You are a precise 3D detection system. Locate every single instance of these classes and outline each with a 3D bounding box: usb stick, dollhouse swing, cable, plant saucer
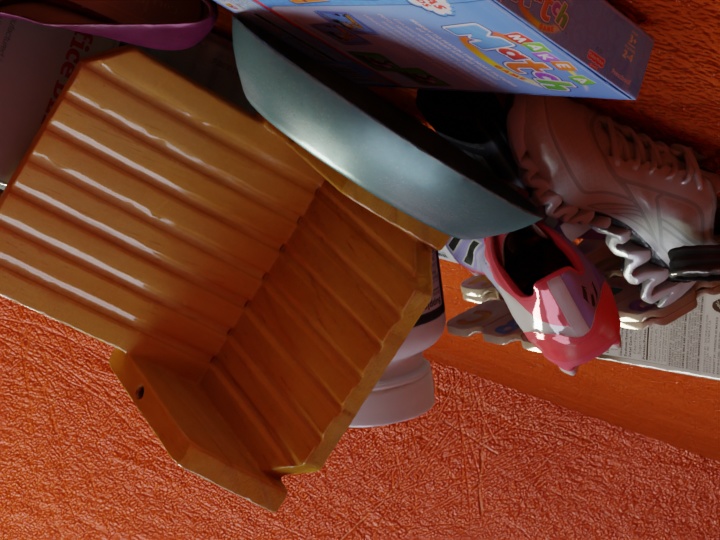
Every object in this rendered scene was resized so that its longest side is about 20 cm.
[{"bbox_3d":[0.083,-0.079,0.881,0.055,0.033,0.200,23,175,21],"label":"usb stick"},{"bbox_3d":[-0.094,-0.004,0.781,0.176,0.200,0.182,25,-168,-40],"label":"dollhouse swing"},{"bbox_3d":[0.272,0.006,0.785,0.199,0.051,0.097,-3,-177,-34],"label":"cable"},{"bbox_3d":[0.007,-0.071,0.734,0.200,0.036,0.200,33,-171,-6],"label":"plant saucer"}]

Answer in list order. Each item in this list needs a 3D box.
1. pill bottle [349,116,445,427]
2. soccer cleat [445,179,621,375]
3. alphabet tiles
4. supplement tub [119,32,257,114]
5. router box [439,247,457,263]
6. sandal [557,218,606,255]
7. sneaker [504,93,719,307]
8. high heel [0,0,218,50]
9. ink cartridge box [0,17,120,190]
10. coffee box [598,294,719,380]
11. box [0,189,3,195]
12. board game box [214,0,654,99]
[{"bbox_3d":[0.000,0.000,0.928,0.111,0.201,0.111,-7,-169,1],"label":"pill bottle"},{"bbox_3d":[0.092,-0.018,0.804,0.077,0.067,0.200,60,180,-36],"label":"soccer cleat"},{"bbox_3d":[0.163,0.006,0.939,0.195,0.015,0.200,-26,-161,-29],"label":"alphabet tiles"},{"bbox_3d":[-0.143,-0.061,0.914,0.122,0.201,0.123,18,175,2],"label":"supplement tub"},{"bbox_3d":[0.019,-0.063,1.108,0.179,0.049,0.200,16,173,20],"label":"router box"},{"bbox_3d":[0.142,-0.021,0.922,0.202,0.050,0.082,-4,165,30],"label":"sandal"},{"bbox_3d":[0.156,-0.055,0.780,0.081,0.075,0.200,-24,138,35],"label":"sneaker"},{"bbox_3d":[-0.177,-0.167,0.739,0.199,0.068,0.096,7,-176,-22],"label":"high heel"},{"bbox_3d":[-0.258,-0.142,0.806,0.200,0.146,0.083,23,173,-32],"label":"ink cartridge box"},{"bbox_3d":[0.265,0.035,0.980,0.114,0.080,0.200,2,-178,-30],"label":"coffee box"},{"bbox_3d":[-0.260,-0.095,0.959,0.075,0.201,0.100,22,172,-10],"label":"box"},{"bbox_3d":[0.016,-0.129,0.644,0.151,0.037,0.200,25,173,-40],"label":"board game box"}]
